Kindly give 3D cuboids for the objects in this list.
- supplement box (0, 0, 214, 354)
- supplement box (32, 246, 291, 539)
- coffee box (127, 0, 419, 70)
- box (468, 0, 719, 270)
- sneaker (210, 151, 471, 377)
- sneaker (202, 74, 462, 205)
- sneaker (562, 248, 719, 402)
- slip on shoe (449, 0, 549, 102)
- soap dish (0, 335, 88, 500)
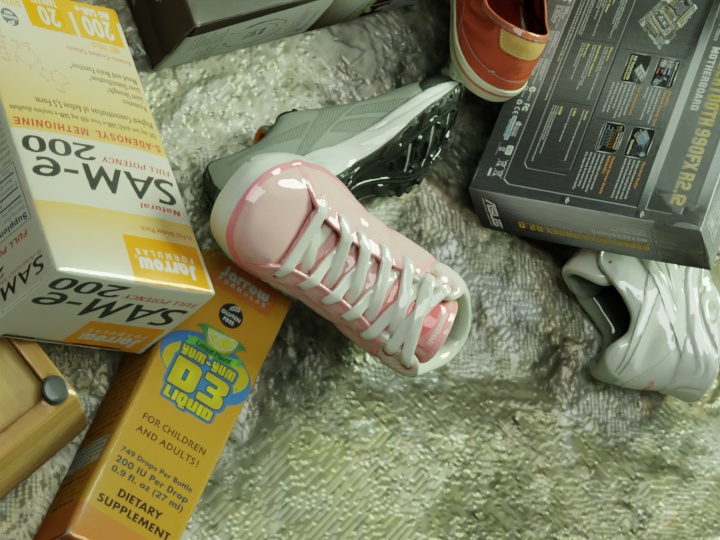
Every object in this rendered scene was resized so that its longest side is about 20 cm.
[{"bbox_3d":[-0.175,-0.060,1.446,0.126,0.073,0.201,9,53,-49],"label":"supplement box"},{"bbox_3d":[-0.114,0.088,1.481,0.066,0.069,0.201,32,61,-15],"label":"supplement box"},{"bbox_3d":[-0.050,-0.209,1.596,0.199,0.080,0.114,-18,82,-28],"label":"coffee box"},{"bbox_3d":[0.176,-0.107,1.635,0.157,0.048,0.201,11,62,23],"label":"box"},{"bbox_3d":[0.000,0.000,1.485,0.076,0.104,0.200,-56,145,-2],"label":"sneaker"},{"bbox_3d":[-0.012,-0.079,1.579,0.200,0.074,0.079,-30,58,-36],"label":"sneaker"},{"bbox_3d":[0.178,-0.018,1.644,0.099,0.078,0.201,4,70,-18],"label":"sneaker"},{"bbox_3d":[0.087,-0.202,1.651,0.074,0.061,0.201,16,49,-26],"label":"slip on shoe"},{"bbox_3d":[-0.262,0.050,1.416,0.157,0.081,0.200,-39,93,-29],"label":"soap dish"}]
